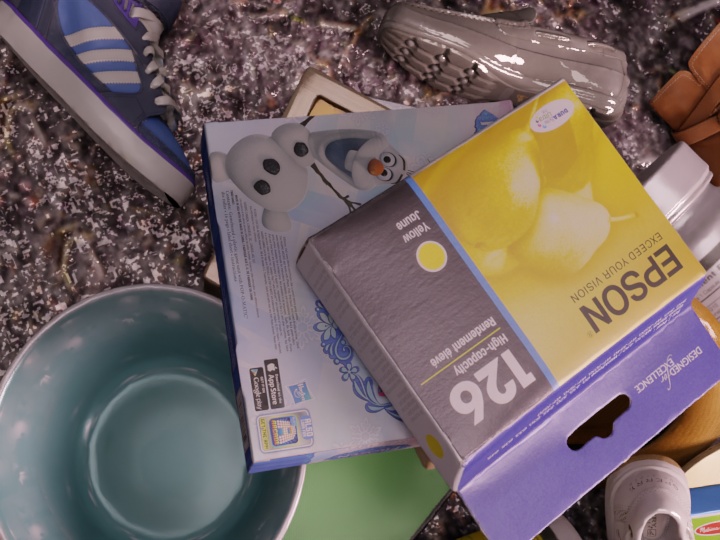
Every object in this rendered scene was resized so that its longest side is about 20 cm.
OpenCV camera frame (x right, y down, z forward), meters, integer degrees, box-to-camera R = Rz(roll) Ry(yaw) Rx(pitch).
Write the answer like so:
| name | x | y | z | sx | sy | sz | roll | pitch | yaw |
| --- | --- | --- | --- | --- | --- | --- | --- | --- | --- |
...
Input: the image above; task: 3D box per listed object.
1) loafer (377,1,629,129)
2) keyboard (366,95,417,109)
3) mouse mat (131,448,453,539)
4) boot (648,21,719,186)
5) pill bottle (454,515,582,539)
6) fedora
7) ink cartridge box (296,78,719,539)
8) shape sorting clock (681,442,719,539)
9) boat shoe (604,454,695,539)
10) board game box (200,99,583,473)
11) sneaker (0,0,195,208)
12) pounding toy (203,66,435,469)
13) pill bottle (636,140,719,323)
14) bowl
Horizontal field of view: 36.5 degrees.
| name | x | y | z | sx | sy | sz | roll | pitch | yaw |
| --- | --- | --- | --- | --- | --- | --- | --- | --- | --- |
| loafer | 0.109 | -0.164 | 0.821 | 0.197 | 0.070 | 0.071 | 17 | 73 | -13 |
| keyboard | 0.083 | -0.089 | 0.832 | 0.197 | 0.011 | 0.057 | 11 | 74 | -7 |
| mouse mat | -0.042 | 0.164 | 0.769 | 0.161 | 0.008 | 0.200 | 42 | 76 | 0 |
| boot | 0.323 | -0.132 | 0.798 | 0.200 | 0.073 | 0.155 | -45 | 78 | 27 |
| pill bottle | 0.057 | 0.241 | 0.716 | 0.197 | 0.112 | 0.114 | -17 | 83 | -10 |
| fedora | 0.158 | 0.062 | 0.753 | 0.198 | 0.202 | 0.082 | 23 | 39 | -3 |
| ink cartridge box | 0.098 | 0.020 | 0.617 | 0.196 | 0.047 | 0.201 | -33 | 80 | -22 |
| shape sorting clock | 0.271 | 0.203 | 0.762 | 0.197 | 0.039 | 0.203 | -5 | 112 | -13 |
| boat shoe | 0.189 | 0.221 | 0.695 | 0.070 | 0.069 | 0.203 | -10 | 109 | 10 |
| board game box | 0.015 | 0.004 | 0.649 | 0.196 | 0.043 | 0.203 | -6 | 73 | -14 |
| sneaker | -0.151 | -0.161 | 0.772 | 0.200 | 0.081 | 0.146 | 44 | 81 | 7 |
| pounding toy | 0.000 | 0.000 | 0.727 | 0.182 | 0.142 | 0.202 | 27 | 79 | -3 |
| pill bottle | 0.263 | 0.013 | 0.786 | 0.114 | 0.114 | 0.200 | -42 | 88 | -13 |
| bowl | -0.129 | 0.118 | 0.706 | 0.197 | 0.105 | 0.204 | 0 | 79 | 1 |
